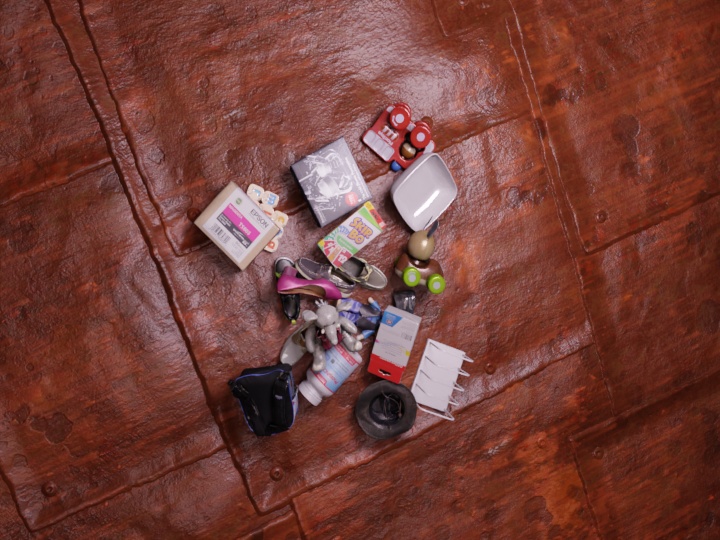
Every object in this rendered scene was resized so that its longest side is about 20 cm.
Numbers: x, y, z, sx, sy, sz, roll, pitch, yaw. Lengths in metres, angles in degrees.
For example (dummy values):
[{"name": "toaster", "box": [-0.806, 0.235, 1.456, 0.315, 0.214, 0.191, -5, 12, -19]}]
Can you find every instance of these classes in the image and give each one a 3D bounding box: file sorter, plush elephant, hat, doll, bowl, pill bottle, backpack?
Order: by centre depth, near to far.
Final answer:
[{"name": "plush elephant", "box": [-0.090, 0.162, 1.536, 0.160, 0.155, 0.206, -18, 77, -7]}, {"name": "backpack", "box": [-0.269, 0.379, 1.598, 0.193, 0.154, 0.197, -9, 95, 11]}, {"name": "bowl", "box": [0.183, -0.243, 1.649, 0.200, 0.075, 0.200, -45, 131, -3]}, {"name": "pill bottle", "box": [-0.095, 0.308, 1.649, 0.109, 0.109, 0.201, 43, 86, -10]}, {"name": "doll", "box": [0.007, 0.149, 1.686, 0.194, 0.048, 0.141, 16, 83, -17]}, {"name": "hat", "box": [0.080, 0.424, 1.698, 0.193, 0.081, 0.208, 0, 100, 3]}, {"name": "file sorter", "box": [0.257, 0.345, 1.708, 0.135, 0.124, 0.206, 19, 90, -11]}]

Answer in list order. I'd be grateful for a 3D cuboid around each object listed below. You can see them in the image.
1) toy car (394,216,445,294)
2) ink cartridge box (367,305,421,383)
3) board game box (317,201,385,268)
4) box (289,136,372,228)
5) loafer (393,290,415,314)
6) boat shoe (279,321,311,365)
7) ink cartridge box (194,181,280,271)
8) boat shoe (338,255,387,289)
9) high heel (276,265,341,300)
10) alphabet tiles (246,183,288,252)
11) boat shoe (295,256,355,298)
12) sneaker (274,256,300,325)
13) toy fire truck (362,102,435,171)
[{"name": "toy car", "box": [0.198, -0.060, 1.630, 0.153, 0.165, 0.206, 15, 103, -11]}, {"name": "ink cartridge box", "box": [0.102, 0.226, 1.650, 0.113, 0.067, 0.206, 19, 105, 10]}, {"name": "board game box", "box": [-0.025, -0.105, 1.597, 0.198, 0.030, 0.096, -39, 105, 2]}, {"name": "box", "box": [-0.089, -0.259, 1.613, 0.179, 0.104, 0.204, -29, 98, -6]}, {"name": "loafer", "box": [0.133, 0.165, 1.706, 0.070, 0.073, 0.208, 3, 89, 5]}, {"name": "boat shoe", "box": [-0.176, 0.210, 1.648, 0.074, 0.068, 0.202, 38, 87, -10]}, {"name": "ink cartridge box", "box": [-0.356, -0.129, 1.576, 0.200, 0.075, 0.165, 43, 88, -7]}, {"name": "boat shoe", "box": [-0.001, 0.003, 1.669, 0.198, 0.060, 0.074, 30, 89, -11]}, {"name": "high heel", "box": [-0.150, 0.065, 1.582, 0.195, 0.068, 0.098, 21, 46, -7]}, {"name": "alphabet tiles", "box": [-0.323, -0.148, 1.624, 0.191, 0.015, 0.205, 22, 90, -8]}, {"name": "boat shoe", "box": [-0.102, 0.009, 1.635, 0.197, 0.073, 0.065, 32, 131, -9]}, {"name": "sneaker", "box": [-0.211, 0.059, 1.624, 0.069, 0.083, 0.207, -12, 96, -9]}, {"name": "toy fire truck", "box": [0.123, -0.401, 1.651, 0.199, 0.113, 0.168, 39, 112, -10]}]
